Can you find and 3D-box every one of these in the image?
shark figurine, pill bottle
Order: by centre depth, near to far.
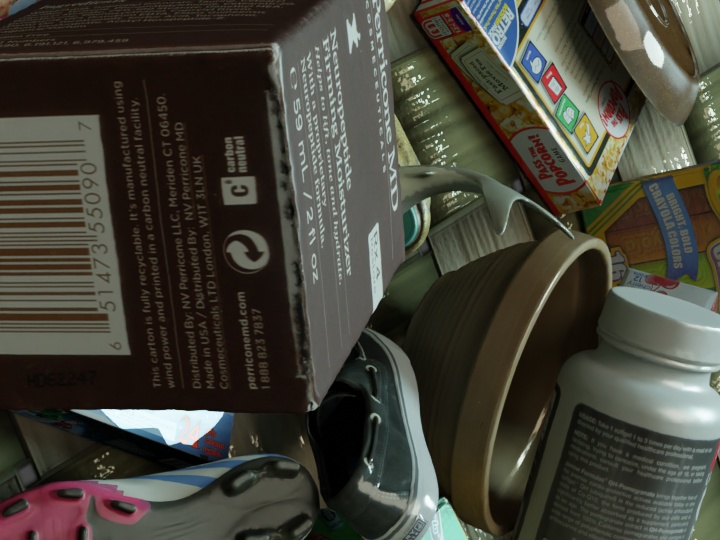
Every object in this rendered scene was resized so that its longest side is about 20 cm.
[{"bbox_3d":[0.011,-0.019,1.095,0.089,0.213,0.129,44,21,-56],"label":"shark figurine"},{"bbox_3d":[0.168,0.117,1.132,0.110,0.110,0.202,3,106,-47],"label":"pill bottle"}]

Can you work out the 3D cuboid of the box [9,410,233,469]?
[{"bbox_3d":[-0.148,0.018,0.985,0.199,0.037,0.138,26,63,-41],"label":"box"}]

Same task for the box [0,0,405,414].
[{"bbox_3d":[-0.081,-0.046,0.848,0.200,0.162,0.168,-56,143,-66],"label":"box"}]

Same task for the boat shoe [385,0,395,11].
[{"bbox_3d":[0.015,-0.230,1.203,0.201,0.073,0.070,-60,147,-48],"label":"boat shoe"}]

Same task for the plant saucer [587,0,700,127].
[{"bbox_3d":[0.211,-0.206,1.374,0.200,0.032,0.201,48,26,-32],"label":"plant saucer"}]

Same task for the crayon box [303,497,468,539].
[{"bbox_3d":[0.035,0.238,1.072,0.058,0.118,0.201,-41,111,-44],"label":"crayon box"}]

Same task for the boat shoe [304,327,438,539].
[{"bbox_3d":[-0.003,0.085,1.046,0.056,0.069,0.200,34,16,-26],"label":"boat shoe"}]

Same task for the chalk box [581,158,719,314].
[{"bbox_3d":[0.287,-0.025,1.347,0.123,0.199,0.126,-16,92,-48],"label":"chalk box"}]

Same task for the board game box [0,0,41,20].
[{"bbox_3d":[-0.231,-0.078,0.869,0.104,0.102,0.202,21,66,-43],"label":"board game box"}]

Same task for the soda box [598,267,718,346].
[{"bbox_3d":[0.206,0.094,1.262,0.201,0.069,0.064,82,30,-47],"label":"soda box"}]

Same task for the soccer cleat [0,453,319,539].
[{"bbox_3d":[-0.118,0.145,0.971,0.198,0.086,0.071,-6,79,-24],"label":"soccer cleat"}]

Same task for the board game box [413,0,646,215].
[{"bbox_3d":[0.136,-0.166,1.330,0.200,0.046,0.152,52,48,-26],"label":"board game box"}]

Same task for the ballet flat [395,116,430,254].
[{"bbox_3d":[-0.010,-0.104,1.149,0.071,0.070,0.201,-34,101,-46],"label":"ballet flat"}]

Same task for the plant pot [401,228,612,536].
[{"bbox_3d":[0.084,0.061,1.157,0.201,0.092,0.202,-51,152,-41],"label":"plant pot"}]
